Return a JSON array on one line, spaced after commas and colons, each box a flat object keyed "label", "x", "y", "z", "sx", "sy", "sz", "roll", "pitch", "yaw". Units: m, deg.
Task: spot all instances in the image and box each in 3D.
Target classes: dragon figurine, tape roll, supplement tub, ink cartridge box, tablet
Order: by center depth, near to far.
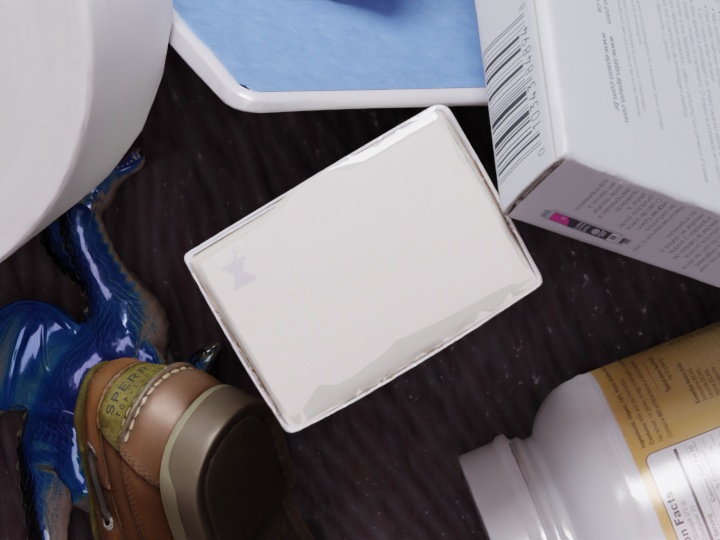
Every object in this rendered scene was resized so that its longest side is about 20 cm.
[{"label": "tape roll", "x": -0.166, "y": -0.094, "z": 0.993, "sx": 0.202, "sy": 0.071, "sz": 0.203, "roll": 7, "pitch": 112, "yaw": 19}, {"label": "ink cartridge box", "x": 0.127, "y": -0.078, "z": 1.041, "sx": 0.200, "sy": 0.043, "sz": 0.197, "roll": 19, "pitch": 47, "yaw": -29}, {"label": "tablet", "x": 0.016, "y": -0.091, "z": 1.059, "sx": 0.199, "sy": 0.130, "sz": 0.014, "roll": -4, "pitch": 124, "yaw": -30}, {"label": "supplement tub", "x": 0.149, "y": 0.089, "z": 1.079, "sx": 0.199, "sy": 0.145, "sz": 0.145, "roll": -21, "pitch": 90, "yaw": 0}, {"label": "dragon figurine", "x": -0.119, "y": 0.045, "z": 1.123, "sx": 0.099, "sy": 0.059, "sz": 0.200, "roll": 30, "pitch": 89, "yaw": 0}]

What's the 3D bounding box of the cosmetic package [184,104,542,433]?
[{"label": "cosmetic package", "x": 0.000, "y": 0.000, "z": 1.052, "sx": 0.105, "sy": 0.200, "sz": 0.071, "roll": -30, "pitch": 91, "yaw": 1}]

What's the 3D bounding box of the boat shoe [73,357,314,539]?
[{"label": "boat shoe", "x": -0.059, "y": 0.108, "z": 1.088, "sx": 0.068, "sy": 0.200, "sz": 0.072, "roll": 22, "pitch": 46, "yaw": 28}]
